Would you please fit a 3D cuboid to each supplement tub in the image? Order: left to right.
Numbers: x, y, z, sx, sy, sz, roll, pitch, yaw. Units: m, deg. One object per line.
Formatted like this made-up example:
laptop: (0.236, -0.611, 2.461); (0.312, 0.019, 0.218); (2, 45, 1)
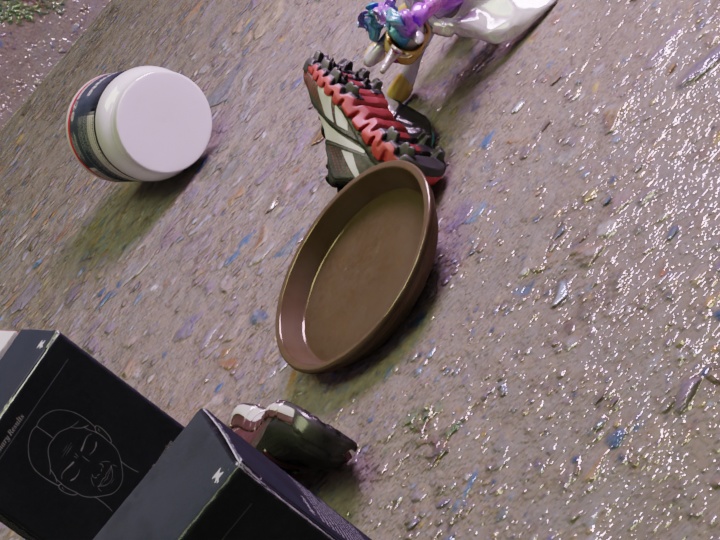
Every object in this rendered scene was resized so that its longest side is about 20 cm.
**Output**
supplement tub: (-0.276, -0.181, 2.260); (0.141, 0.140, 0.200); (-56, 22, -14)

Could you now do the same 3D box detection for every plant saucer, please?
plant saucer: (0.000, 0.000, 1.542); (0.200, 0.029, 0.201); (-37, 36, 34)

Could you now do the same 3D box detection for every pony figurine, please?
pony figurine: (0.074, -0.249, 1.711); (0.193, 0.166, 0.200); (-51, 0, -3)

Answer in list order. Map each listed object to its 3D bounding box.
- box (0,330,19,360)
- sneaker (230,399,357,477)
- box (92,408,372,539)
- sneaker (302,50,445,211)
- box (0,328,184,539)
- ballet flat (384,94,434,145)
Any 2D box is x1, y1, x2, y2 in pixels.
box: (-0.285, 0.151, 1.662); (0.098, 0.200, 0.124); (-57, 23, -17)
sneaker: (-0.073, 0.167, 1.416); (0.116, 0.075, 0.200); (-61, 13, -14)
box: (-0.078, 0.232, 1.134); (0.200, 0.196, 0.124); (-50, 22, -1)
sneaker: (-0.005, -0.120, 1.656); (0.201, 0.071, 0.098); (52, 121, 36)
box: (-0.239, 0.167, 1.548); (0.149, 0.200, 0.107); (-56, 23, -17)
ballet flat: (0.006, -0.143, 1.748); (0.068, 0.068, 0.200); (-51, 22, -3)
